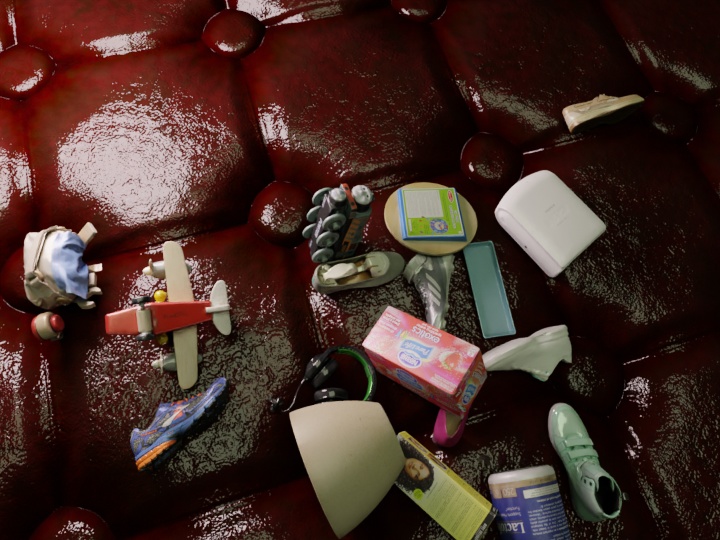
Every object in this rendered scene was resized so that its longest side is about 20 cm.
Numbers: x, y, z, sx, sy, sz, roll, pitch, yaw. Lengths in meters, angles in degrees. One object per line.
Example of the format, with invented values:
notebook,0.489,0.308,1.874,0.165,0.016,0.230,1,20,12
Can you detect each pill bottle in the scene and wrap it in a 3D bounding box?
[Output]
pill bottle,0.287,0.436,0.856,0.113,0.116,0.204,-6,68,-8

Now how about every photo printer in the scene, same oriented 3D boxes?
photo printer,0.397,-0.109,1.107,0.165,0.070,0.201,-36,76,-17

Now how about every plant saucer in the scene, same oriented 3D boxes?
plant saucer,0.259,0.038,1.064,0.068,0.019,0.204,-6,70,-8

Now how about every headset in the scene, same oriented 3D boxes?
headset,-0.067,0.215,0.948,0.196,0.094,0.126,-13,69,-27

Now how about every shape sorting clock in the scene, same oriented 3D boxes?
shape sorting clock,0.147,-0.110,1.088,0.195,0.040,0.203,0,52,0

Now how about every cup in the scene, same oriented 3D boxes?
cup,-0.011,0.291,0.833,0.141,0.201,0.203,-24,72,-8

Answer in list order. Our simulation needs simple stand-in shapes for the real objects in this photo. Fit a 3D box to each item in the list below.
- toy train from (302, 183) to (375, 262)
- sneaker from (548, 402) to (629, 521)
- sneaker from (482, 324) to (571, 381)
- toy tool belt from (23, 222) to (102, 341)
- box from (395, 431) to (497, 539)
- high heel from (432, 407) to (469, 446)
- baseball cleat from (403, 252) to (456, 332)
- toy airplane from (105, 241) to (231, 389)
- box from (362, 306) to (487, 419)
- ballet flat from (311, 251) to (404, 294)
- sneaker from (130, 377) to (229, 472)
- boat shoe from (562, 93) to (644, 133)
toy train,-0.041,-0.089,0.997,0.112,0.201,0.086,-13,63,-25
sneaker,0.398,0.327,0.908,0.072,0.119,0.205,-8,68,-7
sneaker,0.323,0.172,0.991,0.196,0.075,0.090,-15,86,-15
toy tool belt,-0.533,0.016,0.945,0.120,0.125,0.204,-15,71,-2
box,0.126,0.365,0.872,0.198,0.050,0.076,34,91,22
high heel,0.184,0.222,0.941,0.066,0.096,0.203,19,68,3
baseball cleat,0.131,0.044,1.031,0.104,0.070,0.203,11,58,6
toy airplane,-0.334,0.080,0.944,0.199,0.140,0.202,45,55,-27
box,0.112,0.159,0.917,0.198,0.100,0.096,24,64,35
ballet flat,0.000,0.000,1.030,0.196,0.064,0.069,-15,70,-11
sneaker,-0.313,0.251,0.899,0.199,0.076,0.078,-39,73,-20
boat shoe,0.577,-0.388,1.233,0.196,0.072,0.066,-17,71,-10
